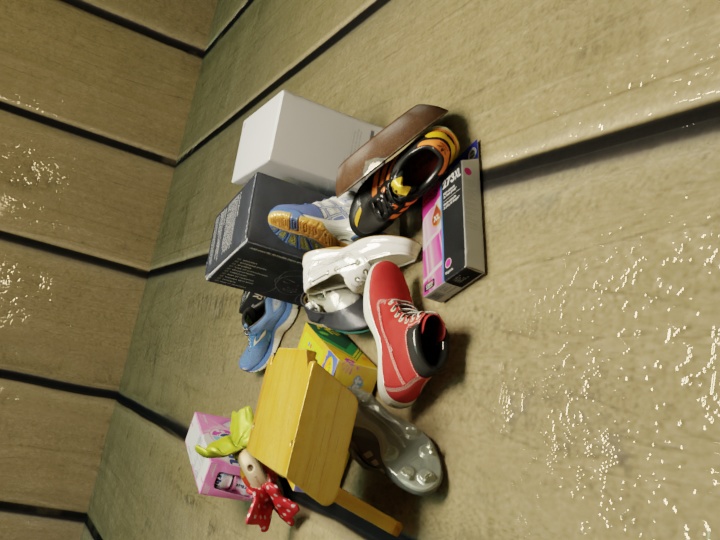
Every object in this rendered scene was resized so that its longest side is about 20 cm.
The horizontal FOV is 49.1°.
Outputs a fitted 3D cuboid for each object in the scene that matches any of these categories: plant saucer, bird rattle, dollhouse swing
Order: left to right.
[{"bbox_3d":[-0.159,0.321,1.265,0.112,0.200,0.163,-42,-16,-5],"label":"bird rattle"},{"bbox_3d":[-0.029,0.208,0.980,0.200,0.173,0.185,167,119,-69],"label":"dollhouse swing"},{"bbox_3d":[0.035,-0.176,1.112,0.199,0.037,0.200,-38,5,4],"label":"plant saucer"}]

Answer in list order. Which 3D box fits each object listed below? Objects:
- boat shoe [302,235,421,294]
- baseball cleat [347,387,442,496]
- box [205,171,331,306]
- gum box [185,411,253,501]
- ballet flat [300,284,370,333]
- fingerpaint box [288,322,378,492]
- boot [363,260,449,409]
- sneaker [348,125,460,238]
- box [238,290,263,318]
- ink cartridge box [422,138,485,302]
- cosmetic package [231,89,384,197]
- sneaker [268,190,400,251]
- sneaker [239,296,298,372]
[{"bbox_3d":[0.000,0.000,1.132,0.198,0.070,0.070,-13,63,35],"label":"boat shoe"},{"bbox_3d":[0.038,0.226,0.983,0.200,0.069,0.108,42,150,47],"label":"baseball cleat"},{"bbox_3d":[-0.126,-0.043,1.304,0.196,0.197,0.126,-29,49,56],"label":"box"},{"bbox_3d":[-0.245,0.341,1.440,0.067,0.112,0.200,-69,24,10],"label":"gum box"},{"bbox_3d":[-0.039,0.053,1.210,0.199,0.072,0.074,4,78,63],"label":"ballet flat"},{"bbox_3d":[-0.059,0.204,1.178,0.167,0.072,0.203,35,107,65],"label":"fingerpaint box"},{"bbox_3d":[0.062,0.053,0.992,0.145,0.071,0.203,122,146,-53],"label":"boot"},{"bbox_3d":[0.046,-0.112,1.056,0.200,0.070,0.090,-42,4,26],"label":"sneaker"},{"bbox_3d":[-0.181,-0.025,1.568,0.161,0.043,0.201,-58,17,31],"label":"box"},{"bbox_3d":[0.118,-0.068,1.018,0.095,0.037,0.203,-41,38,51],"label":"ink cartridge box"},{"bbox_3d":[-0.089,-0.192,1.334,0.199,0.197,0.125,-10,66,63],"label":"cosmetic package"},{"bbox_3d":[-0.037,-0.077,1.180,0.076,0.196,0.089,103,176,-58],"label":"sneaker"},{"bbox_3d":[-0.193,0.109,1.504,0.202,0.088,0.079,-61,26,27],"label":"sneaker"}]
